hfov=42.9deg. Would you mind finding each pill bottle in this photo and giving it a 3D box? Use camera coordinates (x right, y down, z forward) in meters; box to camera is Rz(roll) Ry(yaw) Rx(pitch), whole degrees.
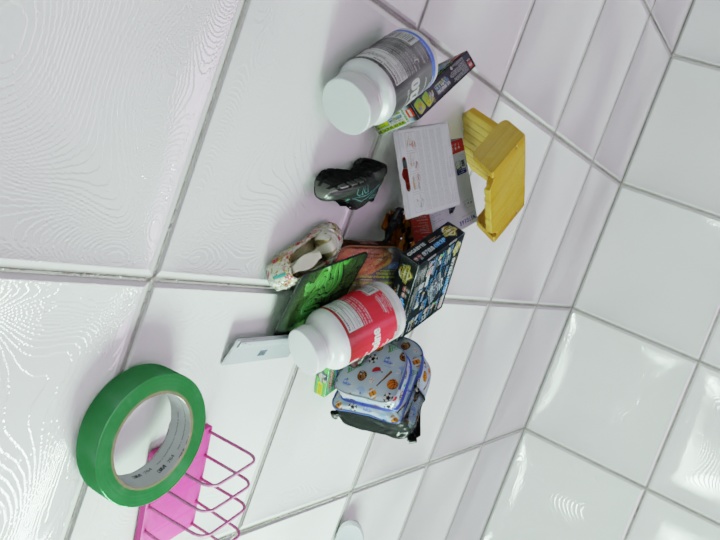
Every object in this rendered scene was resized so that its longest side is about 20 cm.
[{"bbox_3d":[0.032,-0.307,1.494,0.200,0.113,0.115,-43,146,-39],"label":"pill bottle"},{"bbox_3d":[-0.025,0.105,1.623,0.199,0.112,0.113,-26,135,-33],"label":"pill bottle"}]

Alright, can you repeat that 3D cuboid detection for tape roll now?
[{"bbox_3d":[-0.311,0.237,1.318,0.200,0.048,0.202,-28,127,-46],"label":"tape roll"}]

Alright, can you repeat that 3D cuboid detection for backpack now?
[{"bbox_3d":[0.047,0.220,1.835,0.191,0.198,0.155,-61,152,-33],"label":"backpack"}]

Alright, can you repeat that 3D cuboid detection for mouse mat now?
[{"bbox_3d":[-0.075,0.053,1.602,0.160,0.008,0.201,-21,149,-41],"label":"mouse mat"}]

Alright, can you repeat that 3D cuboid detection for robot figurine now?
[{"bbox_3d":[0.068,-0.029,1.832,0.145,0.058,0.202,26,77,-58],"label":"robot figurine"}]

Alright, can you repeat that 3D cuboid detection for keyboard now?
[{"bbox_3d":[-0.166,0.135,1.579,0.056,0.011,0.199,-49,158,19],"label":"keyboard"}]

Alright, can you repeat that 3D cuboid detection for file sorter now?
[{"bbox_3d":[-0.263,0.381,1.480,0.139,0.125,0.202,-20,128,-57],"label":"file sorter"}]

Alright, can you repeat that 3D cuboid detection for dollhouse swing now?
[{"bbox_3d":[0.249,-0.210,1.933,0.182,0.175,0.201,-48,149,-27],"label":"dollhouse swing"}]

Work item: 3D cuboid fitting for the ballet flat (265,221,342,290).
[{"bbox_3d":[-0.079,-0.025,1.554,0.200,0.064,0.076,-41,109,-42],"label":"ballet flat"}]

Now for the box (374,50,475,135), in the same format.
[{"bbox_3d":[0.114,-0.320,1.653,0.200,0.110,0.035,-47,110,-36],"label":"box"}]

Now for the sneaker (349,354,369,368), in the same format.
[{"bbox_3d":[-0.035,0.153,1.741,0.199,0.076,0.116,-26,134,-30],"label":"sneaker"}]

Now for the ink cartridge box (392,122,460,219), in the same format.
[{"bbox_3d":[0.110,-0.187,1.707,0.199,0.057,0.164,-18,101,-49],"label":"ink cartridge box"}]

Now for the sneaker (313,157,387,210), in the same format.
[{"bbox_3d":[-0.015,-0.138,1.590,0.199,0.075,0.080,-25,135,-54],"label":"sneaker"}]

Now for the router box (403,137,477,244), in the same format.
[{"bbox_3d":[0.160,-0.161,1.855,0.200,0.048,0.181,-29,110,-53],"label":"router box"}]

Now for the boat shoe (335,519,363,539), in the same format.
[{"bbox_3d":[-0.023,0.678,2.276,0.070,0.070,0.202,-78,169,-55],"label":"boat shoe"}]

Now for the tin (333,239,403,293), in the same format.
[{"bbox_3d":[0.000,0.000,1.700,0.199,0.042,0.113,1,110,-38],"label":"tin"}]

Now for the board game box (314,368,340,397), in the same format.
[{"bbox_3d":[-0.032,0.140,1.841,0.134,0.029,0.202,-27,134,-52],"label":"board game box"}]

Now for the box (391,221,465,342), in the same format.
[{"bbox_3d":[0.119,0.023,1.765,0.159,0.046,0.201,-34,148,-41],"label":"box"}]
